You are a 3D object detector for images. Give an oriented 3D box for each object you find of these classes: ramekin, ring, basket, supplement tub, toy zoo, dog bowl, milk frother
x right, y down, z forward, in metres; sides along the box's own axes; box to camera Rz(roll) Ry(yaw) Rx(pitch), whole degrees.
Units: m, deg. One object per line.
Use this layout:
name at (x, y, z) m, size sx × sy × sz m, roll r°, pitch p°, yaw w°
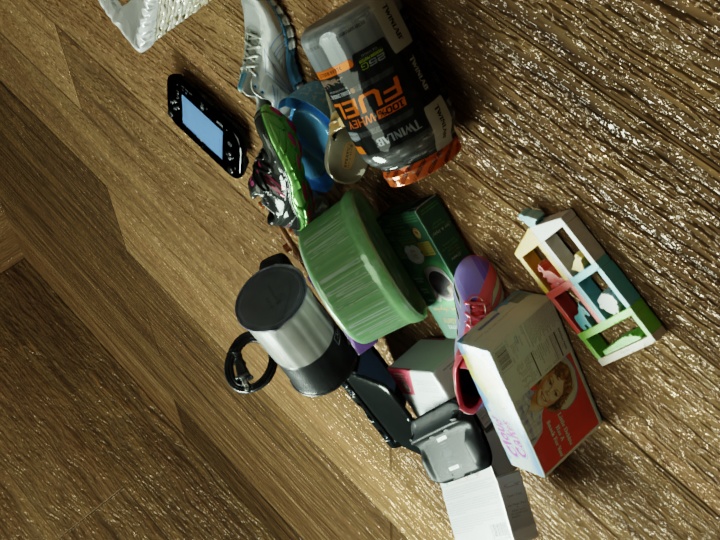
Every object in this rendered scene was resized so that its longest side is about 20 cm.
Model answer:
ramekin at (0.000, 0.000, 1.519) m, size 0.201 × 0.097 × 0.200 m, roll 57°, pitch -169°, yaw -18°
ring at (-0.108, -0.050, 1.758) m, size 0.201 × 0.019 × 0.201 m, roll 57°, pitch -174°, yaw -9°
basket at (-0.283, -0.439, 1.484) m, size 0.199 × 0.160 × 0.200 m, roll 51°, pitch 157°, yaw 4°
supplement tub at (0.028, -0.204, 1.261) m, size 0.201 × 0.122 × 0.122 m, roll 60°, pitch 157°, yaw -16°
toy zoo at (0.247, 0.010, 1.271) m, size 0.201 × 0.020 × 0.131 m, roll 52°, pitch 158°, yaw 4°
dog bowl at (-0.060, -0.184, 1.533) m, size 0.111 × 0.050 × 0.200 m, roll 37°, pitch 155°, yaw 5°
milk frother at (-0.139, 0.098, 1.687) m, size 0.181 × 0.199 × 0.189 m, roll 53°, pitch 178°, yaw 44°

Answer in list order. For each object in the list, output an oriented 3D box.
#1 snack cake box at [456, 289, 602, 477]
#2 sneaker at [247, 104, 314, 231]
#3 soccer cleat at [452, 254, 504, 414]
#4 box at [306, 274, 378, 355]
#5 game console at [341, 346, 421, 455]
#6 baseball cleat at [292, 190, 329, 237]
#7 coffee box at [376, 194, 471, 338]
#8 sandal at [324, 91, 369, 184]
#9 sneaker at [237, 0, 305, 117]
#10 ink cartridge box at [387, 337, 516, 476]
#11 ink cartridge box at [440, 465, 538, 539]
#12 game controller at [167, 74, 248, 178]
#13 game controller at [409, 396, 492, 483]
snack cake box at (0.213, 0.140, 1.401) m, size 0.067 × 0.115 × 0.201 m, roll 12°, pitch 133°, yaw 55°
sneaker at (-0.116, -0.129, 1.511) m, size 0.077 × 0.083 × 0.201 m, roll -84°, pitch -14°, yaw -49°
soccer cleat at (0.145, 0.082, 1.415) m, size 0.066 × 0.077 × 0.202 m, roll 4°, pitch 112°, yaw 13°
box at (-0.022, 0.042, 1.706) m, size 0.138 × 0.039 × 0.200 m, roll 56°, pitch -174°, yaw -6°
game console at (0.054, 0.190, 1.779) m, size 0.115 × 0.177 × 0.201 m, roll -16°, pitch 128°, yaw 26°
baseball cleat at (-0.093, -0.093, 1.690) m, size 0.107 × 0.070 × 0.200 m, roll 49°, pitch 169°, yaw 12°
coffee box at (0.109, -0.001, 1.496) m, size 0.201 × 0.044 × 0.123 m, roll 58°, pitch 158°, yaw -10°
sandal at (-0.012, -0.180, 1.400) m, size 0.079 × 0.054 × 0.201 m, roll 10°, pitch 133°, yaw 2°
sneaker at (-0.132, -0.281, 1.515) m, size 0.075 × 0.086 × 0.201 m, roll 31°, pitch 148°, yaw 45°
ink cartridge box at (0.148, 0.204, 1.659) m, size 0.201 × 0.083 × 0.145 m, roll 58°, pitch 156°, yaw -13°
ink cartridge box at (0.169, 0.307, 1.608) m, size 0.200 × 0.044 × 0.178 m, roll 138°, pitch 118°, yaw -66°
game controller at (-0.253, -0.239, 1.848) m, size 0.200 × 0.042 × 0.105 m, roll 42°, pitch 155°, yaw 25°
game controller at (0.126, 0.242, 1.584) m, size 0.105 × 0.042 × 0.200 m, roll 59°, pitch 156°, yaw 7°
